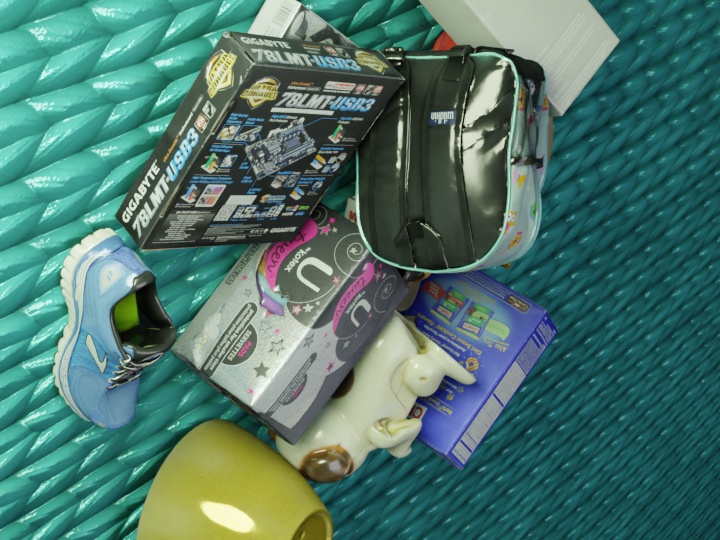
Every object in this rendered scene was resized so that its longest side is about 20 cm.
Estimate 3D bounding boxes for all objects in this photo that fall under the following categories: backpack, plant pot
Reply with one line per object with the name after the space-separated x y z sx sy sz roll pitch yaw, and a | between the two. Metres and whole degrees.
0.086 -0.095 1.386 0.153 0.175 0.201 9 84 -64 | backpack
-0.112 0.268 1.539 0.200 0.142 0.201 -39 137 -49 | plant pot

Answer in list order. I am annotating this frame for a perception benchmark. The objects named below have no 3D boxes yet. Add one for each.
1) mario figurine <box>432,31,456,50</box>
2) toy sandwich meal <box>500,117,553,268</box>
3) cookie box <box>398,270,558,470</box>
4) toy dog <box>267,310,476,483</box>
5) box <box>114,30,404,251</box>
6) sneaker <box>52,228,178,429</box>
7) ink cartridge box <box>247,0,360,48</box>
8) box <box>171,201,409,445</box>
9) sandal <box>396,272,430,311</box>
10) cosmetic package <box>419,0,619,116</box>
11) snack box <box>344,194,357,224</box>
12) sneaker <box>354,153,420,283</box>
0.159 -0.221 1.564 0.106 0.124 0.200 -47 165 30 | mario figurine
0.159 -0.096 1.696 0.205 0.070 0.206 13 90 -72 | toy sandwich meal
0.100 0.099 1.739 0.200 0.171 0.075 -54 149 -7 | cookie box
-0.003 0.138 1.601 0.200 0.139 0.194 -52 148 1 | toy dog
-0.084 -0.106 1.286 0.200 0.050 0.199 -5 137 -51 | box
-0.206 0.065 1.279 0.078 0.089 0.201 -33 144 -37 | sneaker
-0.044 -0.172 1.362 0.100 0.039 0.200 -61 154 4 | ink cartridge box
-0.064 0.046 1.468 0.200 0.115 0.132 -54 153 -9 | box
0.078 -0.039 1.684 0.080 0.054 0.201 -5 122 -57 | sandal
0.142 -0.251 1.438 0.200 0.090 0.107 46 75 -22 | cosmetic package
0.000 0.000 1.626 0.072 0.024 0.201 -27 140 -44 | snack box
0.032 -0.065 1.518 0.091 0.076 0.200 -51 135 -28 | sneaker
